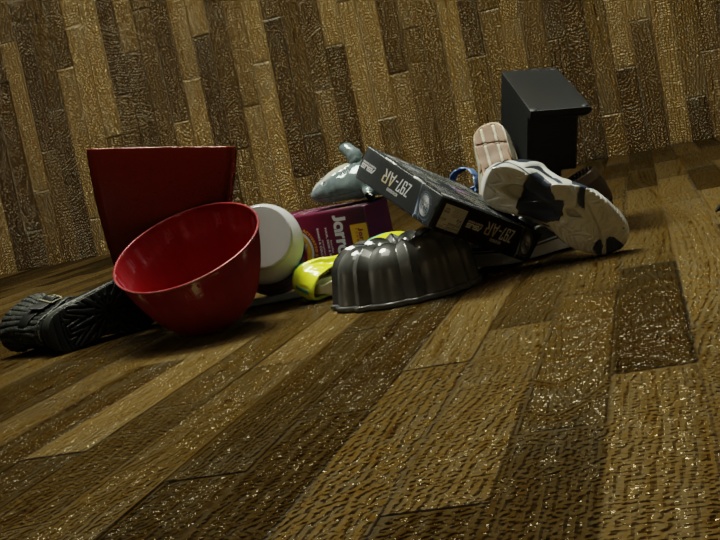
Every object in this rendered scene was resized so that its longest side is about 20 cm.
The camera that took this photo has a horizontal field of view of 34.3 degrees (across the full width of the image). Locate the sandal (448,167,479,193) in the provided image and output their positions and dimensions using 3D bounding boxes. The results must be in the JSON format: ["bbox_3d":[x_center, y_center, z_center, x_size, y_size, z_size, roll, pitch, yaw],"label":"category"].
[{"bbox_3d":[0.136,-0.083,1.745,0.079,0.088,0.201,-1,38,36],"label":"sandal"}]

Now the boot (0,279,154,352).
[{"bbox_3d":[-0.407,0.061,1.699,0.209,0.081,0.157,-18,9,-41],"label":"boot"}]

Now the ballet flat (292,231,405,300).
[{"bbox_3d":[0.000,0.000,1.630,0.198,0.068,0.067,-18,29,-24],"label":"ballet flat"}]

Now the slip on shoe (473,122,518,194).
[{"bbox_3d":[0.208,-0.121,1.724,0.075,0.202,0.061,-18,-31,16],"label":"slip on shoe"}]

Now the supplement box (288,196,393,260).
[{"bbox_3d":[-0.050,-0.041,1.805,0.198,0.112,0.085,-8,8,29],"label":"supplement box"}]

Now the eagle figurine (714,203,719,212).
[{"bbox_3d":[0.568,-0.146,1.573,0.151,0.153,0.199,-26,24,-29],"label":"eagle figurine"}]

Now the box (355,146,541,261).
[{"bbox_3d":[0.112,-0.083,1.475,0.199,0.044,0.160,16,15,-44],"label":"box"}]

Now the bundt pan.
[{"bbox_3d":[0.052,-0.007,1.482,0.199,0.077,0.202,-12,6,1],"label":"bundt pan"}]

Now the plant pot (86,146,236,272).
[{"bbox_3d":[-0.271,-0.082,1.646,0.197,0.179,0.200,-2,4,-5],"label":"plant pot"}]

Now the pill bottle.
[{"bbox_3d":[-0.134,-0.031,1.665,0.111,0.115,0.200,-12,-8,-2],"label":"pill bottle"}]

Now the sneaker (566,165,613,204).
[{"bbox_3d":[0.281,-0.072,1.723,0.199,0.076,0.070,-33,8,25],"label":"sneaker"}]

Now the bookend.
[{"bbox_3d":[0.277,-0.182,1.769,0.091,0.202,0.201,-5,25,-4],"label":"bookend"}]

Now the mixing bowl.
[{"bbox_3d":[-0.206,0.011,1.500,0.197,0.109,0.201,-15,31,9],"label":"mixing bowl"}]

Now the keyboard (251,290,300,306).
[{"bbox_3d":[-0.113,0.038,1.697,0.197,0.011,0.056,-11,1,3],"label":"keyboard"}]

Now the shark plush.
[{"bbox_3d":[0.026,-0.120,1.747,0.198,0.092,0.083,15,40,24],"label":"shark plush"}]

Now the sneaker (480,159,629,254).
[{"bbox_3d":[0.251,-0.092,1.508,0.196,0.081,0.130,16,19,4],"label":"sneaker"}]

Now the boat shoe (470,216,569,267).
[{"bbox_3d":[0.220,-0.051,1.584,0.197,0.069,0.072,-14,7,-20],"label":"boat shoe"}]
